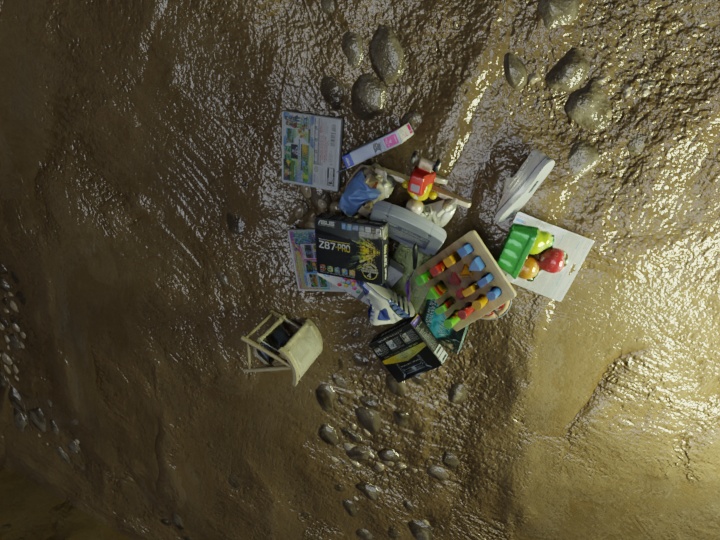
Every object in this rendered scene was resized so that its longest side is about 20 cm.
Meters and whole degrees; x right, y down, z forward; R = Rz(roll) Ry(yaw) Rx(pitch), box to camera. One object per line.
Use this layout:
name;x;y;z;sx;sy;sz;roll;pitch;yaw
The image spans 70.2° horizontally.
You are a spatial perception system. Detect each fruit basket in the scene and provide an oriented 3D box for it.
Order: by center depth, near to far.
fruit basket;0.459;-0.035;1.311;0.197;0.094;0.187;19;118;3

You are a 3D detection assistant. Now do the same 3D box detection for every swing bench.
swing bench;-0.244;0.240;1.631;0.197;0.199;0.132;10;115;17

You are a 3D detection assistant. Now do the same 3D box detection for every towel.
towel;0.142;0.021;1.480;0.147;0.037;0.202;25;120;11

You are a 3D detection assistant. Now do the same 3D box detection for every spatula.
spatula;0.139;0.003;1.390;0.020;0.057;0.202;10;135;5

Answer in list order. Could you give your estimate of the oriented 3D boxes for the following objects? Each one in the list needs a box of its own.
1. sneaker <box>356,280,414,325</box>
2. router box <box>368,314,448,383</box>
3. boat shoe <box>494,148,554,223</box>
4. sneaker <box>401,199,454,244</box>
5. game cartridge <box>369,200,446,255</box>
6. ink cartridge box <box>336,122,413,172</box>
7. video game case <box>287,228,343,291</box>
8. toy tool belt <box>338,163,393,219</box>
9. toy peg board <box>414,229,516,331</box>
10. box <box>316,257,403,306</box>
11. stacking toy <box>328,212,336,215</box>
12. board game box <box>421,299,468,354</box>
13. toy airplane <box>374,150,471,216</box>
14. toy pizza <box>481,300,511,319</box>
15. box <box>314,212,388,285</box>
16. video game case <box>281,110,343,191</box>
sneaker;0.048;0.096;1.441;0.199;0.081;0.115;39;119;-25
router box;0.141;0.239;1.541;0.199;0.052;0.158;-33;97;42
boat shoe;0.391;-0.211;1.274;0.070;0.070;0.201;51;128;26
sneaker;0.164;-0.141;1.368;0.199;0.071;0.080;-30;130;28
game cartridge;0.118;-0.109;1.314;0.198;0.133;0.041;25;75;2
ink cartridge box;0.032;-0.318;1.330;0.198;0.119;0.042;-22;104;28
video game case;-0.125;-0.031;1.570;0.179;0.024;0.203;1;113;21
toy tool belt;-0.005;-0.192;1.394;0.125;0.123;0.201;42;121;8
toy peg board;0.255;0.039;1.315;0.199;0.098;0.201;-37;84;33
box;0.000;0.000;1.453;0.199;0.041;0.156;32;123;-14
stacking toy;-0.029;-0.078;1.474;0.199;0.086;0.085;36;121;-17
board game box;0.245;0.130;1.454;0.134;0.028;0.202;27;131;24
toy airplane;0.153;-0.207;1.290;0.199;0.197;0.143;30;102;55
toy pizza;0.313;0.057;1.391;0.198;0.032;0.202;25;136;26
box;-0.024;-0.058;1.347;0.197;0.049;0.163;11;115;23
video game case;-0.139;-0.337;1.447;0.180;0.022;0.203;12;116;16
